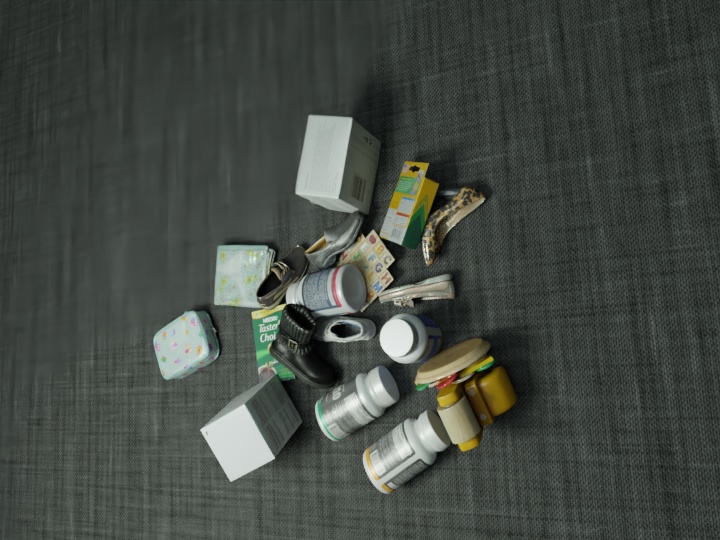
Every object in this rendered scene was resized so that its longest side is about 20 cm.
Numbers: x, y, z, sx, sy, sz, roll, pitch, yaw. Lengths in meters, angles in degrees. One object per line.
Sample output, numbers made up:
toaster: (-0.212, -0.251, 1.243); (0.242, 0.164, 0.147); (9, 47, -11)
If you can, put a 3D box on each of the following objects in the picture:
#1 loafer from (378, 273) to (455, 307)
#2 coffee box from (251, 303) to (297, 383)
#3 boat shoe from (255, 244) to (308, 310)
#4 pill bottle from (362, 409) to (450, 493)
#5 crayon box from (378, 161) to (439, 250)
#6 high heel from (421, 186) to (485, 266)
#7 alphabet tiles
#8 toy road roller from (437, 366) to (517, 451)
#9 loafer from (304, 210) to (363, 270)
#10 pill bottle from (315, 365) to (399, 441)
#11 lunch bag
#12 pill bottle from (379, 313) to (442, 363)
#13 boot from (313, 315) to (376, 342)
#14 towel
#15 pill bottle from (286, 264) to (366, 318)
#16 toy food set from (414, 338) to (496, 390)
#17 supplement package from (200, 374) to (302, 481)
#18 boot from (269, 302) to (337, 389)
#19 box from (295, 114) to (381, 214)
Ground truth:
loafer: (0.138, 0.061, 1.460); (0.195, 0.072, 0.065); (-17, 84, 19)
coffee box: (-0.232, 0.202, 1.625); (0.120, 0.044, 0.206); (-12, 79, 23)
boat shoe: (-0.210, 0.014, 1.603); (0.073, 0.074, 0.202); (29, 78, 21)
pill bottle: (0.110, 0.426, 1.401); (0.199, 0.116, 0.118); (-39, 70, 15)
crayon box: (0.124, -0.162, 1.466); (0.125, 0.050, 0.205); (26, 97, 63)
high heel: (0.224, -0.107, 1.433); (0.139, 0.071, 0.206); (4, 78, 30)
alphabet tiles: (0.000, 0.000, 1.539); (0.200, 0.006, 0.168); (-46, 66, 27)
toy road roller: (0.260, 0.286, 1.301); (0.144, 0.199, 0.125); (-27, 90, 22)
loafer: (-0.068, -0.083, 1.540); (0.201, 0.071, 0.074); (-49, 26, 22)
pill bottle: (-0.007, 0.327, 1.469); (0.198, 0.113, 0.115); (-34, 71, 17)
lunch bag: (-0.508, 0.214, 1.736); (0.197, 0.077, 0.164); (-29, 71, 19)
pill bottle: (0.116, 0.159, 1.383); (0.109, 0.199, 0.116); (-3, 82, 24)
boot: (-0.063, 0.147, 1.525); (0.195, 0.095, 0.076); (-4, 82, 24)
towel: (-0.334, 0.016, 1.694); (0.195, 0.048, 0.177); (2, 84, 25)
pill bottle: (-0.093, 0.060, 1.531); (0.196, 0.118, 0.123); (-12, 78, 34)
toy food set: (0.209, 0.215, 1.339); (0.196, 0.198, 0.050); (-27, 90, -1)
supplement package: (-0.273, 0.397, 1.516); (0.150, 0.200, 0.153); (-30, 93, 18)
boot: (-0.129, 0.195, 1.506); (0.208, 0.080, 0.160); (30, 122, 1)
box: (-0.053, -0.265, 1.512); (0.127, 0.198, 0.206); (9, 88, 24)
